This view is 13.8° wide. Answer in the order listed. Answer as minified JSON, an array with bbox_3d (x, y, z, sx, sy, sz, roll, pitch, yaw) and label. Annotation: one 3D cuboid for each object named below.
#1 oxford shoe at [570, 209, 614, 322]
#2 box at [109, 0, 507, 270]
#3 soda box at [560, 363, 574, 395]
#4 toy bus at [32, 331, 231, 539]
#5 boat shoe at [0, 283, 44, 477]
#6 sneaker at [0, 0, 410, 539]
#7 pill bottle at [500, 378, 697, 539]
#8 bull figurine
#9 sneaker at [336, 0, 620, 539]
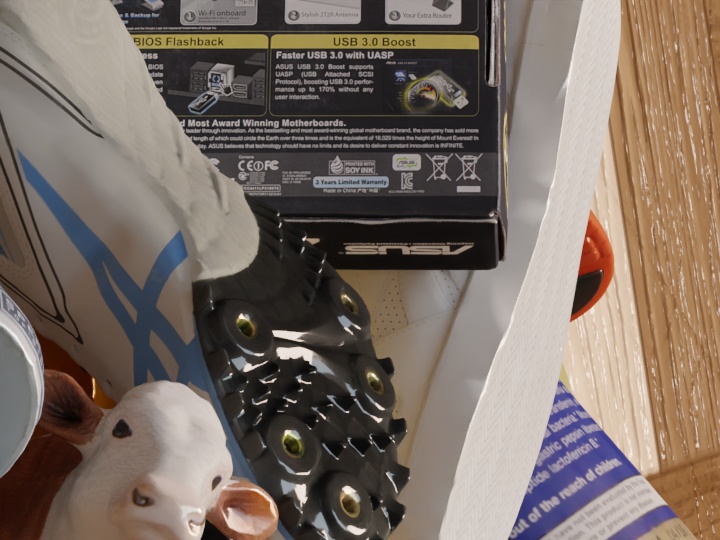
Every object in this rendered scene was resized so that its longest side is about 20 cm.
[{"bbox_3d":[0.025,-0.058,0.993,0.200,0.071,0.073,62,4,-49],"label":"oxford shoe"},{"bbox_3d":[-0.059,-0.081,0.820,0.049,0.199,0.162,78,12,-72],"label":"box"},{"bbox_3d":[0.017,-0.008,1.101,0.064,0.067,0.201,-53,129,-56],"label":"soda box"},{"bbox_3d":[-0.079,0.123,0.821,0.192,0.135,0.201,55,35,-70],"label":"toy bus"},{"bbox_3d":[-0.169,0.037,0.633,0.091,0.199,0.071,-126,-160,-61],"label":"boat shoe"},{"bbox_3d":[-0.057,0.003,0.732,0.072,0.073,0.200,4,43,-52],"label":"sneaker"},{"bbox_3d":[0.007,0.057,0.924,0.200,0.116,0.116,50,23,13],"label":"pill bottle"},{"bbox_3d":[-0.110,0.080,0.677,0.065,0.199,0.122,47,57,-37],"label":"bull figurine"},{"bbox_3d":[0.000,0.000,0.856,0.074,0.115,0.201,53,48,-67],"label":"sneaker"}]
